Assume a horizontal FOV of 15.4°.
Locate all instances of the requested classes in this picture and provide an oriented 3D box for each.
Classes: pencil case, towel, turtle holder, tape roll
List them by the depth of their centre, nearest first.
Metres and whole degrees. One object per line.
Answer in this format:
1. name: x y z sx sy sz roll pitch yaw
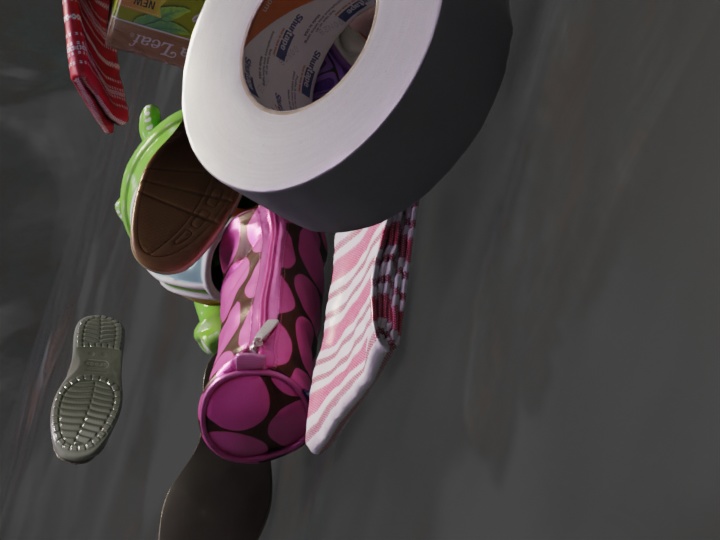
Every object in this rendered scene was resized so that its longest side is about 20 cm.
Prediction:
1. tape roll: -0.010 -0.125 1.534 0.200 0.066 0.201 -21 55 33
2. towel: 0.000 0.000 1.669 0.147 0.030 0.201 119 162 -54
3. pencil case: -0.063 0.035 1.795 0.200 0.090 0.094 -90 -12 -53
4. towel: -0.189 -0.210 1.846 0.145 0.022 0.201 68 -165 -76
5. turtle holder: -0.114 -0.028 2.003 0.186 0.140 0.132 -57 38 22

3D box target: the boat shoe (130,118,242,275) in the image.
1. boat shoe: -0.109 -0.077 1.899 0.065 0.072 0.201 88 -162 -63

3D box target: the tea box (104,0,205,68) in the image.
1. tea box: -0.052 -0.233 1.802 0.134 0.199 0.198 -96 22 -64

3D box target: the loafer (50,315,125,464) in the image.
1. loafer: -0.291 0.139 2.881 0.201 0.075 0.070 -79 -1 -45

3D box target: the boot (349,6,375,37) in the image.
1. boot: 0.030 -0.179 1.664 0.146 0.070 0.201 -96 23 -57

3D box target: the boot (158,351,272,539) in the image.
1. boot: -0.093 0.156 1.872 0.076 0.073 0.201 88 -168 -55

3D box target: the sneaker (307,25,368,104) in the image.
1. sneaker: -0.024 -0.110 1.626 0.083 0.081 0.200 -40 35 0
